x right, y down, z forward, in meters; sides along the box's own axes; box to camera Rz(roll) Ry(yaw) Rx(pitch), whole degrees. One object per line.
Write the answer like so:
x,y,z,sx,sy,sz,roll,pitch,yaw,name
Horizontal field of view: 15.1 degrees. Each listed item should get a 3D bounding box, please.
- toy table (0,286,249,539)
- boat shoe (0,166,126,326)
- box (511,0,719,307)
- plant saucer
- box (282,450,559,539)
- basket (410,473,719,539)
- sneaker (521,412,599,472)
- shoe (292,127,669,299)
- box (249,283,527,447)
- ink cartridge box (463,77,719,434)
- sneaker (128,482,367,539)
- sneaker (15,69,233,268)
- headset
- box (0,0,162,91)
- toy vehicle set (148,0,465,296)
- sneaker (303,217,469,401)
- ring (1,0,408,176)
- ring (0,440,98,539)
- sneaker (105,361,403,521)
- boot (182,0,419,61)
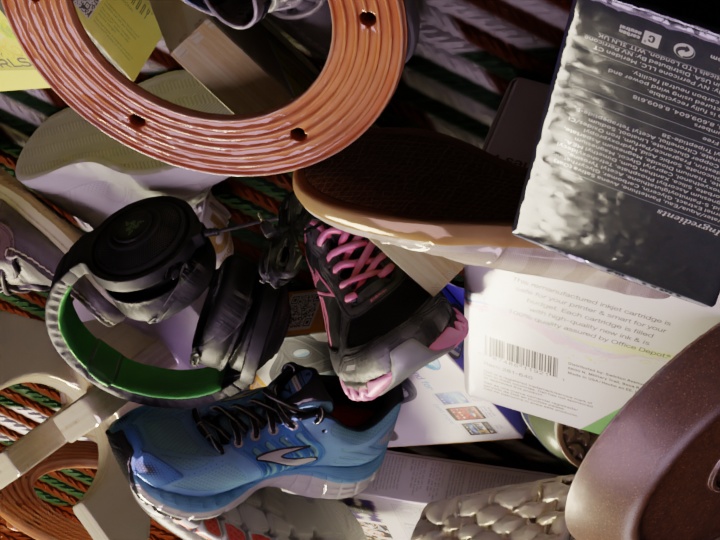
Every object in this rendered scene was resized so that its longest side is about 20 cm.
-0.160,0.081,1.685,0.184,0.117,0.200,49,148,8,toy table
-0.208,-0.017,1.594,0.200,0.065,0.072,37,177,30,boat shoe
0.149,-0.104,1.209,0.104,0.149,0.200,20,148,5,box
0.197,0.088,1.437,0.035,0.199,0.201,50,161,29,plant saucer
0.040,0.158,1.750,0.198,0.037,0.145,8,157,15,box
0.111,0.206,1.594,0.123,0.136,0.200,27,158,-22,basket
0.180,0.105,1.599,0.199,0.068,0.090,23,-179,-26,sneaker
0.064,-0.022,1.314,0.198,0.070,0.054,8,134,6,shoe
0.015,0.059,1.652,0.199,0.042,0.119,-6,138,43,box
0.134,0.003,1.442,0.144,0.084,0.201,16,148,12,ink cartridge box
-0.079,0.166,1.650,0.082,0.077,0.199,-33,138,27,sneaker
-0.098,-0.048,1.542,0.115,0.074,0.199,41,155,-29,sneaker
-0.090,0.018,1.465,0.123,0.094,0.200,35,131,-21,headset
-0.195,-0.138,1.462,0.199,0.050,0.075,2,143,45,box
-0.031,-0.082,1.401,0.026,0.124,0.200,-42,118,10,toy vehicle set
0.000,0.000,1.465,0.096,0.079,0.200,59,-178,-20,sneaker
-0.073,-0.127,1.263,0.199,0.019,0.201,10,133,11,ring
-0.155,0.161,1.793,0.199,0.200,0.019,18,105,10,ring
-0.059,0.085,1.581,0.199,0.079,0.090,-6,143,-39,sneaker
-0.048,-0.143,1.320,0.073,0.096,0.200,-29,123,32,boot
